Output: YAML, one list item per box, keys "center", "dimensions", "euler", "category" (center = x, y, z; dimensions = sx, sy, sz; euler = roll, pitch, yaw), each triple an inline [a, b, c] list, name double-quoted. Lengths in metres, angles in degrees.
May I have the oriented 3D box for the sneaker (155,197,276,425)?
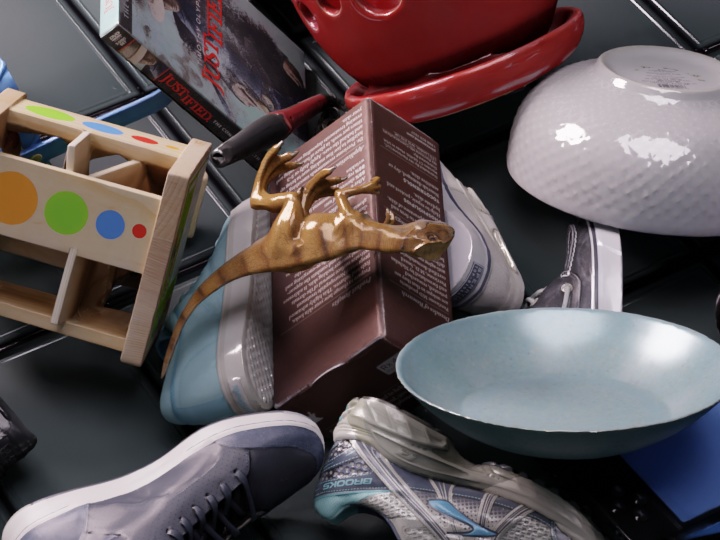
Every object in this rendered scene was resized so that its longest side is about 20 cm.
- center: [-0.095, 0.024, 1.634]
  dimensions: [0.082, 0.074, 0.200]
  euler: [-15, 31, 16]
  category: "sneaker"

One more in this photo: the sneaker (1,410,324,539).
- center: [-0.095, 0.170, 1.476]
  dimensions: [0.202, 0.077, 0.146]
  euler: [-24, 39, -9]
  category: "sneaker"

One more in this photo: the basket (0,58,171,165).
- center: [-0.244, -0.132, 1.730]
  dimensions: [0.200, 0.139, 0.176]
  euler: [-28, 53, -15]
  category: "basket"

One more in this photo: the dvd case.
- center: [-0.105, -0.154, 1.737]
  dimensions: [0.022, 0.200, 0.146]
  euler: [-31, 39, 26]
  category: "dvd case"

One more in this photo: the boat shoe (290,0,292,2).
- center: [-0.011, -0.278, 1.922]
  dimensions: [0.064, 0.071, 0.200]
  euler: [25, 52, 20]
  category: "boat shoe"

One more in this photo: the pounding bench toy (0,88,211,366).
- center: [-0.188, -0.040, 1.634]
  dimensions: [0.156, 0.125, 0.200]
  euler: [16, 13, 0]
  category: "pounding bench toy"

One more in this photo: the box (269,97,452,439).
- center: [0.000, 0.000, 1.615]
  dimensions: [0.075, 0.100, 0.200]
  euler: [31, 40, -33]
  category: "box"

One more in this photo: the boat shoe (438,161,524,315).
- center: [0.055, -0.028, 1.692]
  dimensions: [0.070, 0.071, 0.200]
  euler: [29, 13, -32]
  category: "boat shoe"

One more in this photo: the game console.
- center: [0.234, 0.099, 1.495]
  dimensions: [0.200, 0.117, 0.176]
  euler: [-16, 54, -43]
  category: "game console"

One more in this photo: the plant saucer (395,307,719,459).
- center: [0.120, 0.072, 1.486]
  dimensions: [0.200, 0.039, 0.201]
  euler: [-1, 19, 0]
  category: "plant saucer"

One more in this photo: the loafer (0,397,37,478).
- center: [-0.266, 0.053, 1.597]
  dimensions: [0.070, 0.068, 0.201]
  euler: [-28, 59, -8]
  category: "loafer"

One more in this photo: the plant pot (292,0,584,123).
- center: [0.046, -0.206, 1.745]
  dimensions: [0.200, 0.183, 0.200]
  euler: [-19, 11, 4]
  category: "plant pot"

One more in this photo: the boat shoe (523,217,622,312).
- center: [0.132, 0.038, 1.629]
  dimensions: [0.068, 0.072, 0.200]
  euler: [5, 53, 1]
  category: "boat shoe"

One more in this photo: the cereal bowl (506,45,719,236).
- center: [0.201, -0.098, 1.700]
  dimensions: [0.199, 0.084, 0.200]
  euler: [6, 23, -2]
  category: "cereal bowl"

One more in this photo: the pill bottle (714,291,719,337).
- center: [0.331, -0.002, 1.638]
  dimensions: [0.112, 0.112, 0.200]
  euler: [35, 54, 28]
  category: "pill bottle"

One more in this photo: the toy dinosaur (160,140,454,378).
- center: [-0.045, -0.018, 1.544]
  dimensions: [0.199, 0.060, 0.106]
  euler: [-17, 50, 17]
  category: "toy dinosaur"

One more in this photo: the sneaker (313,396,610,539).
- center: [0.064, 0.157, 1.521]
  dimensions: [0.200, 0.078, 0.086]
  euler: [26, 77, 14]
  category: "sneaker"

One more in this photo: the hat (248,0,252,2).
- center: [-0.115, -0.279, 1.874]
  dimensions: [0.200, 0.081, 0.201]
  euler: [-16, 43, 15]
  category: "hat"

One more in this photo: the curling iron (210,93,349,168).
- center: [-0.048, -0.093, 1.710]
  dimensions: [0.050, 0.026, 0.200]
  euler: [37, 22, 15]
  category: "curling iron"
